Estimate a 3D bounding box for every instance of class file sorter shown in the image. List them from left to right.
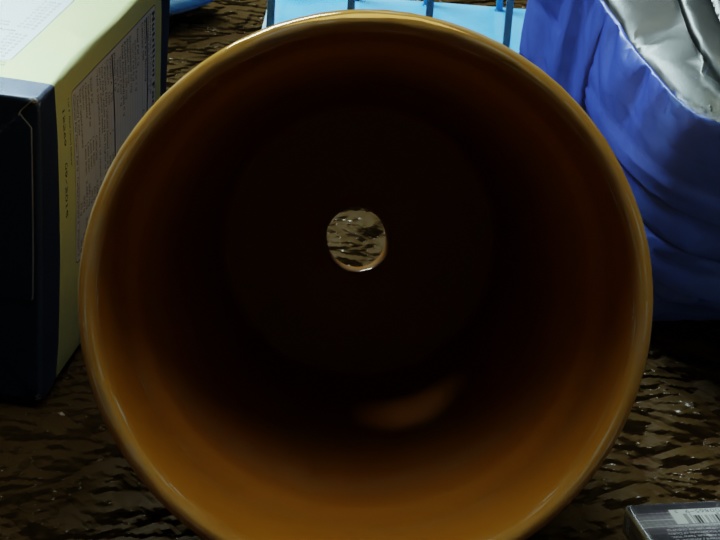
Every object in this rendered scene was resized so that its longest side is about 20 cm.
[{"bbox_3d":[0.043,-0.184,1.341,0.199,0.123,0.139,5,24,0],"label":"file sorter"}]

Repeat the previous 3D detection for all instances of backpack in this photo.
[{"bbox_3d":[0.175,-0.057,1.016,0.162,0.169,0.200,-6,31,-16],"label":"backpack"}]

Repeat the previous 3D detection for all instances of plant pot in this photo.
[{"bbox_3d":[0.000,0.000,0.861,0.199,0.201,0.183,3,8,-2],"label":"plant pot"}]

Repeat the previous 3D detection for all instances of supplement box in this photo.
[{"bbox_3d":[-0.203,-0.057,0.996,0.199,0.135,0.200,8,24,9],"label":"supplement box"}]

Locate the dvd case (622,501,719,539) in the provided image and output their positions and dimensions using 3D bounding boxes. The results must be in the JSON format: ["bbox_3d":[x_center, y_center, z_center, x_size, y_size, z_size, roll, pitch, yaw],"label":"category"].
[{"bbox_3d":[0.193,0.133,0.778,0.148,0.016,0.200,-1,24,-14],"label":"dvd case"}]

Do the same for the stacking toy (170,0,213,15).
[{"bbox_3d":[-0.150,-0.256,1.374,0.116,0.201,0.110,21,29,35],"label":"stacking toy"}]
